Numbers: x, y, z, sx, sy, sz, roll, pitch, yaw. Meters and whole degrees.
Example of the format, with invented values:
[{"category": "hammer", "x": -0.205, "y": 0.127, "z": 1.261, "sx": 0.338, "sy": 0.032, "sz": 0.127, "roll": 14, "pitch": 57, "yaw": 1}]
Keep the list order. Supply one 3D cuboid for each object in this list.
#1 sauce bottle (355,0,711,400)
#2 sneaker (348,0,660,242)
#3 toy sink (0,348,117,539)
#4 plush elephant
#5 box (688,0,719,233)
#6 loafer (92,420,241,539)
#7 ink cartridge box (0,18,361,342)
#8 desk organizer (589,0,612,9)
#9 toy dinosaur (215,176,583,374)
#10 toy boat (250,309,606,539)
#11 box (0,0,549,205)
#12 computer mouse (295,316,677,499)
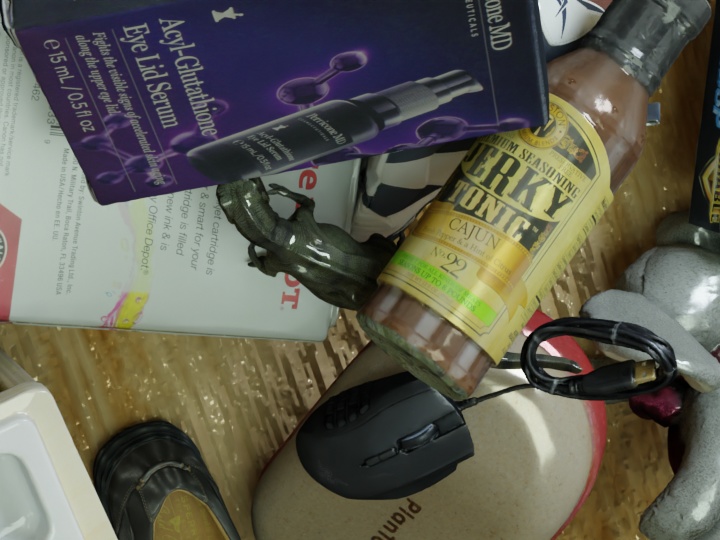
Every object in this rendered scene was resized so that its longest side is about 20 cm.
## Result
[{"category": "sauce bottle", "x": 0.077, "y": -0.042, "z": 1.036, "sx": 0.065, "sy": 0.065, "sz": 0.200, "roll": 37, "pitch": 82, "yaw": -22}, {"category": "sneaker", "x": 0.069, "y": -0.066, "z": 1.140, "sx": 0.129, "sy": 0.080, "sz": 0.199, "roll": 10, "pitch": 141, "yaw": -11}, {"category": "toy sink", "x": -0.187, "y": 0.114, "z": 1.087, "sx": 0.130, "sy": 0.200, "sz": 0.112, "roll": -27, "pitch": 111, "yaw": -14}, {"category": "plush elephant", "x": 0.172, "y": 0.058, "z": 1.228, "sx": 0.165, "sy": 0.155, "sz": 0.200, "roll": -27, "pitch": 156, "yaw": -49}, {"category": "box", "x": 0.259, "y": -0.100, "z": 1.229, "sx": 0.199, "sy": 0.046, "sz": 0.160, "roll": -3, "pitch": 106, "yaw": -36}, {"category": "loafer", "x": -0.077, "y": 0.175, "z": 1.213, "sx": 0.073, "sy": 0.072, "sz": 0.201, "roll": -28, "pitch": 111, "yaw": -10}, {"category": "ink cartridge box", "x": -0.108, "y": -0.050, "z": 1.136, "sx": 0.199, "sy": 0.083, "sz": 0.146, "roll": 5, "pitch": 103, "yaw": -20}, {"category": "desk organizer", "x": 0.142, "y": -0.191, "z": 1.185, "sx": 0.077, "sy": 0.072, "sz": 0.200, "roll": 37, "pitch": 92, "yaw": -25}, {"category": "toy dinosaur", "x": 0.000, "y": 0.000, "z": 1.092, "sx": 0.200, "sy": 0.088, "sz": 0.048, "roll": 28, "pitch": 92, "yaw": -23}, {"category": "toy boat", "x": 0.043, "y": 0.085, "z": 1.204, "sx": 0.130, "sy": 0.131, "sz": 0.200, "roll": 37, "pitch": 130, "yaw": -2}, {"category": "box", "x": -0.031, "y": -0.118, "z": 0.970, "sx": 0.199, "sy": 0.148, "sz": 0.105, "roll": -10, "pitch": 63, "yaw": 5}, {"category": "computer mouse", "x": 0.050, "y": 0.065, "z": 1.079, "sx": 0.200, "sy": 0.034, "sz": 0.059, "roll": -22, "pitch": 110, "yaw": 35}]
